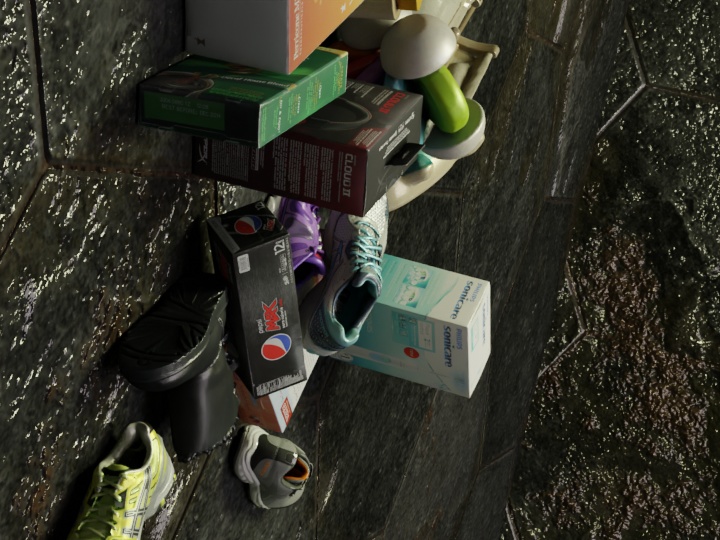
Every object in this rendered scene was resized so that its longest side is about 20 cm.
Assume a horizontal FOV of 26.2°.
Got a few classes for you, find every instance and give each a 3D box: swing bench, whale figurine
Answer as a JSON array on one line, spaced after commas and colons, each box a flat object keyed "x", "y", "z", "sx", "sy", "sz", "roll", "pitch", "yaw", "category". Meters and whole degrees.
[{"x": 0.088, "y": -0.290, "z": 1.899, "sx": 0.200, "sy": 0.130, "sz": 0.199, "roll": 93, "pitch": 20, "yaw": -50, "category": "swing bench"}, {"x": 0.042, "y": -0.137, "z": 1.807, "sx": 0.104, "sy": 0.200, "sz": 0.159, "roll": 66, "pitch": -14, "yaw": -12, "category": "whale figurine"}]

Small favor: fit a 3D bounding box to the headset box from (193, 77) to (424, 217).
[{"x": -0.039, "y": -0.129, "z": 1.497, "sx": 0.149, "sy": 0.200, "sz": 0.075, "roll": -49, "pitch": 149, "yaw": -54, "category": "headset box"}]

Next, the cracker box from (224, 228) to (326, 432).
[{"x": -0.086, "y": 0.064, "z": 1.754, "sx": 0.134, "sy": 0.058, "sz": 0.200, "roll": 78, "pitch": 31, "yaw": -53, "category": "cracker box"}]

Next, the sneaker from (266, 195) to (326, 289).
[{"x": -0.067, "y": -0.030, "z": 1.692, "sx": 0.081, "sy": 0.083, "sz": 0.200, "roll": 72, "pitch": 36, "yaw": -60, "category": "sneaker"}]

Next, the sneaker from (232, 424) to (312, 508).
[{"x": -0.093, "y": 0.245, "z": 1.848, "sx": 0.200, "sy": 0.079, "sz": 0.074, "roll": 65, "pitch": 41, "yaw": -66, "category": "sneaker"}]

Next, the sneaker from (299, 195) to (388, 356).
[{"x": 0.000, "y": 0.000, "z": 1.692, "sx": 0.078, "sy": 0.086, "sz": 0.200, "roll": 24, "pitch": 75, "yaw": -28, "category": "sneaker"}]

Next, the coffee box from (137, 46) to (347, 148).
[{"x": -0.103, "y": -0.167, "z": 1.405, "sx": 0.200, "sy": 0.123, "sz": 0.044, "roll": -41, "pitch": 140, "yaw": -59, "category": "coffee box"}]

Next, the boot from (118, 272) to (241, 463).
[{"x": -0.170, "y": 0.111, "z": 1.493, "sx": 0.198, "sy": 0.073, "sz": 0.163, "roll": -61, "pitch": 154, "yaw": -60, "category": "boot"}]

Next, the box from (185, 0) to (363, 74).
[{"x": -0.071, "y": -0.295, "z": 1.418, "sx": 0.200, "sy": 0.106, "sz": 0.152, "roll": -54, "pitch": 153, "yaw": -50, "category": "box"}]

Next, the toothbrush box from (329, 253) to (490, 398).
[{"x": 0.060, "y": 0.064, "z": 1.973, "sx": 0.146, "sy": 0.200, "sz": 0.085, "roll": 86, "pitch": 25, "yaw": -48, "category": "toothbrush box"}]

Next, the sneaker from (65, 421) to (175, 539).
[{"x": -0.233, "y": 0.222, "z": 1.417, "sx": 0.200, "sy": 0.075, "sz": 0.076, "roll": -72, "pitch": 159, "yaw": -48, "category": "sneaker"}]

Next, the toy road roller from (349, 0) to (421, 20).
[{"x": 0.005, "y": -0.369, "z": 1.584, "sx": 0.200, "sy": 0.123, "sz": 0.146, "roll": 84, "pitch": 16, "yaw": -48, "category": "toy road roller"}]

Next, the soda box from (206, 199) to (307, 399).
[{"x": -0.104, "y": 0.031, "z": 1.567, "sx": 0.063, "sy": 0.071, "sz": 0.200, "roll": -21, "pitch": 133, "yaw": -19, "category": "soda box"}]

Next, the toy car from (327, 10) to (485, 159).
[{"x": 0.030, "y": -0.196, "z": 1.689, "sx": 0.150, "sy": 0.200, "sz": 0.175, "roll": -37, "pitch": 135, "yaw": -12, "category": "toy car"}]
